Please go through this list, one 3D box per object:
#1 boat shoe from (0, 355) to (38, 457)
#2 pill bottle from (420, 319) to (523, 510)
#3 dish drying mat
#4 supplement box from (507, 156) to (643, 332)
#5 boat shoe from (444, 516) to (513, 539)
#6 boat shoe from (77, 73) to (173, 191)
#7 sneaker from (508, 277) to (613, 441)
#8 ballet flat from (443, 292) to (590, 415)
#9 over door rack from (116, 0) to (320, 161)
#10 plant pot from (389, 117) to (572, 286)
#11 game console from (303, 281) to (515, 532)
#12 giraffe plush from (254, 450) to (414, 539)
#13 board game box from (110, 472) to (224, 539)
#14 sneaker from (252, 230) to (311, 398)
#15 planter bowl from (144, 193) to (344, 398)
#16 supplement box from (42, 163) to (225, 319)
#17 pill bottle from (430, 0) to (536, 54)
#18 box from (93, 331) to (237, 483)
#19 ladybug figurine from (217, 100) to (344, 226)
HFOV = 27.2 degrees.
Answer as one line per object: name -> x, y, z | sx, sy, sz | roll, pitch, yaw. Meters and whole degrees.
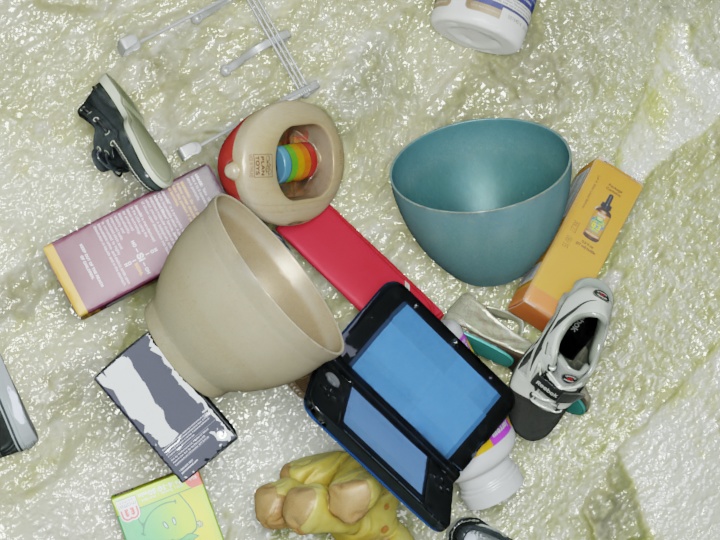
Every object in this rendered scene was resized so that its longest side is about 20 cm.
boat shoe -> -0.418, 0.112, 1.607 | 0.071, 0.072, 0.201 | -25, 92, -13
pill bottle -> 0.106, 0.163, 1.660 | 0.104, 0.104, 0.201 | -30, 99, -9
dish drying mat -> 0.000, 0.000, 1.661 | 0.200, 0.018, 0.077 | 44, 57, 15
supplement box -> 0.246, -0.027, 1.705 | 0.066, 0.069, 0.201 | 32, 75, -5
boat shoe -> 0.182, 0.352, 1.685 | 0.199, 0.060, 0.076 | 32, 82, -5
boat shoe -> -0.262, -0.136, 1.609 | 0.066, 0.075, 0.200 | -38, 51, 5
sneaker -> 0.214, 0.109, 1.623 | 0.074, 0.089, 0.201 | 20, 112, -2
ballet flat -> 0.188, 0.091, 1.705 | 0.199, 0.067, 0.063 | 32, 63, -6
over door rack -> -0.162, -0.222, 1.663 | 0.200, 0.067, 0.148 | -31, 91, -30
plant pot -> 0.139, -0.062, 1.659 | 0.199, 0.200, 0.135 | -16, 124, -9
game console -> 0.056, 0.137, 1.536 | 0.200, 0.171, 0.118 | 43, 108, -10
giraffe plush -> 0.000, 0.284, 1.635 | 0.200, 0.172, 0.163 | -24, 103, -44
board game box -> -0.193, 0.325, 1.639 | 0.101, 0.048, 0.201 | -20, 89, -9
sneaker -> -0.085, 0.042, 1.671 | 0.070, 0.109, 0.201 | -24, 120, -12
planter bowl -> -0.129, 0.043, 1.493 | 0.135, 0.200, 0.200 | -38, 92, 11
supplement box -> -0.236, -0.030, 1.625 | 0.199, 0.110, 0.086 | -28, 91, -9
pill bottle -> 0.160, -0.358, 1.705 | 0.110, 0.111, 0.201 | 19, 84, -7
box -> -0.204, 0.140, 1.572 | 0.079, 0.200, 0.141 | -38, 92, -7
ladybug figurine -> -0.092, -0.117, 1.631 | 0.072, 0.200, 0.137 | 2, 96, 32
